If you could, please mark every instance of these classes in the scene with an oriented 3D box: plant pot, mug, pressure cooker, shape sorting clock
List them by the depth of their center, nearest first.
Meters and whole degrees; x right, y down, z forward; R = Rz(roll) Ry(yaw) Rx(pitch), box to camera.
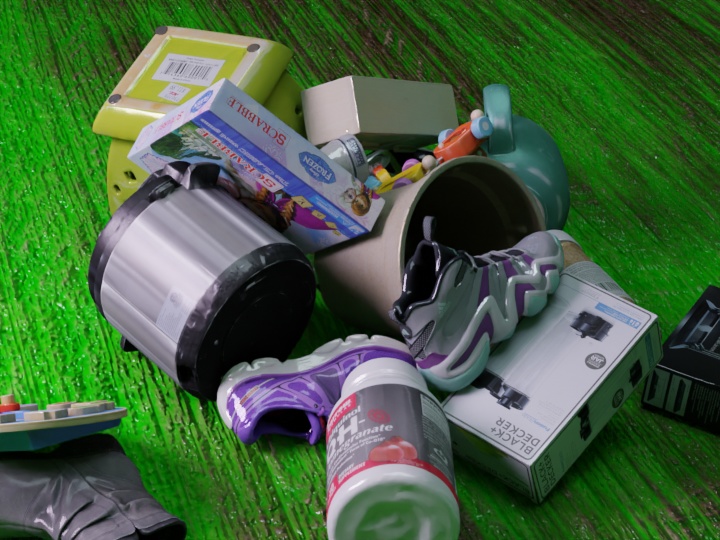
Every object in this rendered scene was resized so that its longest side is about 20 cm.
[{"bbox_3d":[-0.297,0.126,1.356,0.197,0.040,0.200,-6,2,0],"label":"shape sorting clock"},{"bbox_3d":[-0.161,0.003,1.524,0.199,0.179,0.176,36,71,28],"label":"pressure cooker"},{"bbox_3d":[0.057,-0.007,1.595,0.199,0.203,0.182,-18,10,-37],"label":"plant pot"},{"bbox_3d":[-0.168,-0.151,1.755,0.198,0.183,0.200,11,50,24],"label":"plant pot"},{"bbox_3d":[0.151,-0.094,1.788,0.151,0.185,0.115,-34,25,19],"label":"mug"}]

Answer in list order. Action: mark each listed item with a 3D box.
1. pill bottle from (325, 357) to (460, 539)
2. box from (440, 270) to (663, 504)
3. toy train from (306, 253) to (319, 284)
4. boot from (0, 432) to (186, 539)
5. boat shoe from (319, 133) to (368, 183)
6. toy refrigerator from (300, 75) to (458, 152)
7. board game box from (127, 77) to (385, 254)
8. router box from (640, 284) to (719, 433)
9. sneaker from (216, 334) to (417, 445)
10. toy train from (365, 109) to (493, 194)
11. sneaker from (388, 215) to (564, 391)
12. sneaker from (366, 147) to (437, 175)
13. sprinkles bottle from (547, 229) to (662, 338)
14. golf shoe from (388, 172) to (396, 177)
[{"bbox_3d":[0.025,0.162,1.365,0.109,0.112,0.201,4,28,-4],"label":"pill bottle"},{"bbox_3d":[0.176,0.104,1.471,0.116,0.060,0.200,29,62,35],"label":"box"},{"bbox_3d":[0.000,0.000,1.734,0.197,0.042,0.057,6,39,0],"label":"toy train"},{"bbox_3d":[-0.249,0.204,1.287,0.198,0.070,0.132,-18,41,-30],"label":"boot"},{"bbox_3d":[-0.050,-0.079,1.670,0.069,0.200,0.072,-23,82,-21],"label":"boat shoe"},{"bbox_3d":[0.026,-0.172,1.800,0.075,0.071,0.199,-12,-4,36],"label":"toy refrigerator"},{"bbox_3d":[-0.106,-0.090,1.563,0.199,0.199,0.041,36,65,-19],"label":"board game box"},{"bbox_3d":[0.391,0.097,1.614,0.156,0.053,0.200,20,31,23],"label":"router box"},{"bbox_3d":[-0.033,0.123,1.489,0.198,0.081,0.084,-13,50,-19],"label":"sneaker"},{"bbox_3d":[0.060,-0.099,1.743,0.199,0.056,0.150,-19,21,49],"label":"toy train"},{"bbox_3d":[0.101,-0.003,1.464,0.077,0.141,0.200,-1,41,50],"label":"sneaker"},{"bbox_3d":[0.088,-0.107,1.901,0.197,0.073,0.083,-4,23,-19],"label":"sneaker"},{"bbox_3d":[0.242,0.031,1.691,0.067,0.069,0.200,-6,31,-21],"label":"sprinkles bottle"},{"bbox_3d":[-0.034,-0.077,1.833,0.197,0.076,0.092,3,32,-3],"label":"golf shoe"}]
